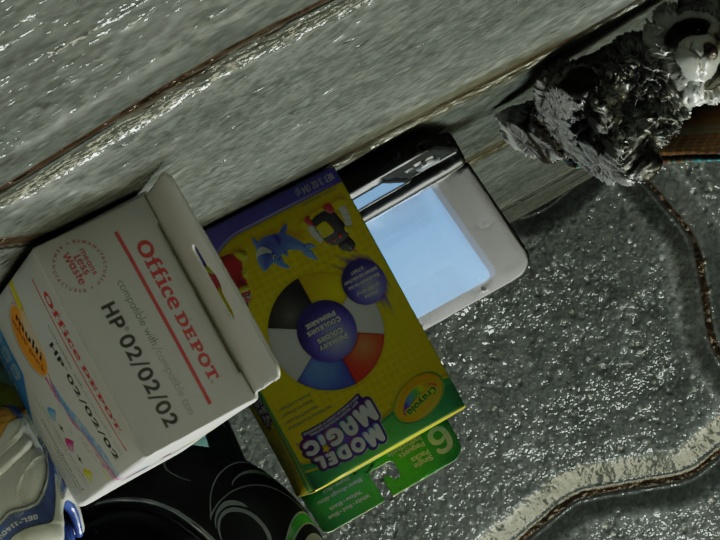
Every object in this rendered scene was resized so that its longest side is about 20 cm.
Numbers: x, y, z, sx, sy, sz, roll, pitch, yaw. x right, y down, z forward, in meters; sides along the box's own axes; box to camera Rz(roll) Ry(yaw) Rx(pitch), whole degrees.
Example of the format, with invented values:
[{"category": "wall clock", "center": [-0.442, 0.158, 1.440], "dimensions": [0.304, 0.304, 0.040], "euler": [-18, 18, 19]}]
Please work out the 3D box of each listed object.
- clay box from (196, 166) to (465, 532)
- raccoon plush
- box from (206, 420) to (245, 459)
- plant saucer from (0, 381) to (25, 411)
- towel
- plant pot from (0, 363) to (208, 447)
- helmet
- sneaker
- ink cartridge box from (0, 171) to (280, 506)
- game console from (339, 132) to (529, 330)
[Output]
[{"category": "clay box", "center": [-0.021, 0.050, 1.253], "dimensions": [0.115, 0.200, 0.048], "euler": [-28, 176, -20]}, {"category": "raccoon plush", "center": [0.179, -0.141, 1.392], "dimensions": [0.134, 0.097, 0.200], "euler": [-42, -151, -13]}, {"category": "box", "center": [-0.188, 0.152, 1.483], "dimensions": [0.200, 0.159, 0.046], "euler": [-19, 163, -19]}, {"category": "plant saucer", "center": [-0.294, 0.106, 1.120], "dimensions": [0.200, 0.048, 0.200], "euler": [-29, 176, 2]}, {"category": "towel", "center": [0.266, -0.129, 1.696], "dimensions": [0.147, 0.022, 0.200], "euler": [-2, -156, 25]}, {"category": "plant pot", "center": [-0.187, 0.108, 1.365], "dimensions": [0.141, 0.141, 0.200], "euler": [-28, 166, -22]}, {"category": "helmet", "center": [-0.104, 0.206, 1.241], "dimensions": [0.200, 0.200, 0.191], "euler": [-30, 172, 13]}, {"category": "sneaker", "center": [-0.195, 0.128, 1.134], "dimensions": [0.075, 0.088, 0.200], "euler": [-31, 178, -2]}, {"category": "ink cartridge box", "center": [-0.119, 0.039, 0.997], "dimensions": [0.068, 0.115, 0.200], "euler": [-28, 176, -24]}, {"category": "game console", "center": [0.000, 0.000, 1.406], "dimensions": [0.200, 0.116, 0.176], "euler": [-30, 177, 11]}]
